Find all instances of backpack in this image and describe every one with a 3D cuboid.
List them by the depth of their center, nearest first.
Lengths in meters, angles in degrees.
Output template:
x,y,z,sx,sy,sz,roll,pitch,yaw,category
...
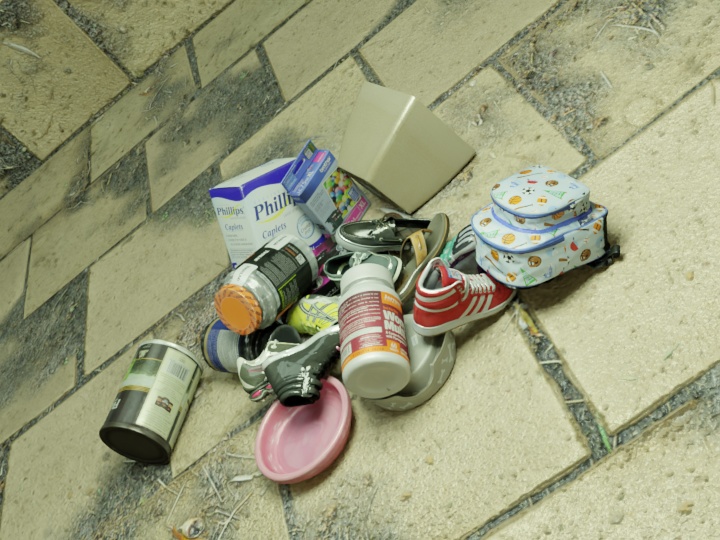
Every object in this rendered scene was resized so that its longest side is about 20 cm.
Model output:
x,y,z,sx,sy,sz,roll,pitch,yaw,category
0.271,-0.063,1.392,0.189,0.156,0.200,-32,31,-16,backpack

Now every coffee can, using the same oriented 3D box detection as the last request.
x,y,z,sx,sy,sz,roll,pitch,yaw,category
-0.413,0.262,1.778,0.145,0.147,0.202,-14,44,35,coffee can

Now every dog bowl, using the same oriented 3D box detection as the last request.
x,y,z,sx,sy,sz,roll,pitch,yaw,category
0.073,0.144,1.487,0.198,0.059,0.202,-26,39,23,dog bowl

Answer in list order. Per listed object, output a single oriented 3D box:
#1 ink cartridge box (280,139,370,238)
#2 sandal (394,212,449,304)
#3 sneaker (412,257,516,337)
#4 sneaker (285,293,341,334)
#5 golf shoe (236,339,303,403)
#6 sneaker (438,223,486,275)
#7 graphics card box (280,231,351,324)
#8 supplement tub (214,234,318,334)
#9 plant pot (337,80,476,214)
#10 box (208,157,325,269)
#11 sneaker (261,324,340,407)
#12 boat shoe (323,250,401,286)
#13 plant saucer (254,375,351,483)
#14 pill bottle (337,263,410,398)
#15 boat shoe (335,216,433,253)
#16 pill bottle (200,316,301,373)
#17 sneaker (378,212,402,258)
x,y,z,sx,sy,sz,roll,pitch,yaw,category
-0.068,-0.156,1.815,0.042,0.200,0.120,10,60,48,ink cartridge box
0.092,-0.026,1.549,0.201,0.054,0.082,-55,16,-15,sandal
0.170,0.022,1.415,0.198,0.114,0.071,-24,45,-20,sneaker
-0.067,0.092,1.668,0.198,0.075,0.077,-15,42,37,sneaker
-0.126,0.156,1.598,0.198,0.089,0.077,-29,0,-9,golf shoe
0.170,-0.005,1.546,0.200,0.087,0.075,-35,27,57,sneaker
-0.085,0.019,1.783,0.199,0.051,0.126,-38,35,7,graphics card box
-0.176,0.027,1.662,0.121,0.124,0.200,-11,22,38,supplement tub
0.072,-0.233,1.778,0.178,0.199,0.199,-57,35,-1,plant pot
-0.186,-0.107,1.833,0.104,0.203,0.183,1,24,44,box
-0.066,0.166,1.515,0.198,0.071,0.100,-26,60,7,sneaker
0.000,0.000,1.578,0.199,0.061,0.074,-3,63,59,boat shoe
-0.091,0.276,1.521,0.199,0.051,0.202,-28,37,23,plant saucer
0.018,0.093,1.431,0.109,0.109,0.202,-27,45,22,pill bottle
0.053,-0.072,1.635,0.196,0.057,0.069,3,48,-6,boat shoe
-0.210,0.145,1.723,0.198,0.112,0.113,-2,52,44,pill bottle
0.051,-0.054,1.698,0.070,0.076,0.202,-26,39,23,sneaker
